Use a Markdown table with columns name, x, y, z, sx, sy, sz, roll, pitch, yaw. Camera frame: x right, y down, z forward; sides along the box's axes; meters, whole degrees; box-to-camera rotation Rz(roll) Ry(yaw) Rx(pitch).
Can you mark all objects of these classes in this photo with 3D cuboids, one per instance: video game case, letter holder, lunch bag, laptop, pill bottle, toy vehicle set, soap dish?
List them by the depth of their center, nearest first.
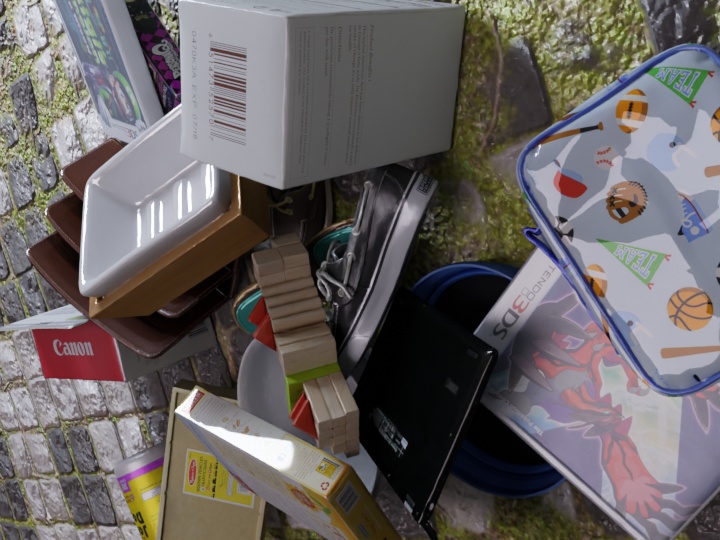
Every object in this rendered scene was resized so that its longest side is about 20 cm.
| name | x | y | z | sx | sy | sz | roll | pitch | yaw |
| --- | --- | --- | --- | --- | --- | --- | --- | --- | --- |
| lunch bag | 0.196 | -0.030 | 0.525 | 0.160 | 0.075 | 0.201 | -34 | 75 | 20 |
| video game case | 0.185 | 0.068 | 0.590 | 0.200 | 0.023 | 0.183 | 41 | 112 | 19 |
| laptop | 0.070 | 0.142 | 0.657 | 0.201 | 0.115 | 0.187 | -68 | 21 | 5 |
| soap dish | -0.169 | -0.058 | 0.763 | 0.199 | 0.081 | 0.158 | -31 | 50 | 28 |
| video game case | -0.260 | -0.223 | 0.845 | 0.182 | 0.023 | 0.201 | 25 | 136 | 53 |
| video game case | -0.230 | -0.197 | 0.883 | 0.182 | 0.036 | 0.200 | 56 | 155 | 15 |
| letter holder | -0.247 | -0.023 | 0.888 | 0.200 | 0.142 | 0.101 | 36 | 141 | 14 |
| toy vehicle set | -0.161 | 0.231 | 0.949 | 0.123 | 0.027 | 0.201 | 11 | 104 | 6 |
| pill bottle | -0.224 | 0.314 | 1.045 | 0.104 | 0.104 | 0.201 | -31 | 82 | 44 |

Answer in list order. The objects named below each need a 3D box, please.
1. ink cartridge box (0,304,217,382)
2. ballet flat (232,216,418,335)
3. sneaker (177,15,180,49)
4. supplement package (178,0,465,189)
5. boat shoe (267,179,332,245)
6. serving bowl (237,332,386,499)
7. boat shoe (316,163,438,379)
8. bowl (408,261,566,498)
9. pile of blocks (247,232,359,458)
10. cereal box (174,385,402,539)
| name | x | y | z | sx | sy | sz | roll | pitch | yaw |
| --- | --- | --- | --- | --- | --- | --- | --- | --- | --- |
| ink cartridge box | -0.305 | 0.079 | 0.993 | 0.199 | 0.175 | 0.084 | -6 | 101 | 45 |
| ballet flat | -0.034 | -0.005 | 0.781 | 0.199 | 0.063 | 0.069 | -26 | 104 | 19 |
| sneaker | -0.113 | -0.223 | 0.783 | 0.199 | 0.073 | 0.082 | 12 | 113 | 40 |
| supplement package | -0.026 | -0.146 | 0.637 | 0.117 | 0.199 | 0.118 | 21 | 117 | 37 |
| boat shoe | -0.062 | -0.089 | 0.789 | 0.072 | 0.059 | 0.201 | 32 | 123 | 32 |
| serving bowl | -0.036 | 0.145 | 0.838 | 0.199 | 0.066 | 0.201 | 16 | 114 | 39 |
| boat shoe | -0.001 | 0.001 | 0.702 | 0.068 | 0.074 | 0.200 | 24 | 122 | 6 |
| bowl | 0.111 | 0.088 | 0.699 | 0.200 | 0.039 | 0.202 | 16 | 114 | 39 |
| pile of blocks | -0.058 | 0.065 | 0.707 | 0.082 | 0.062 | 0.201 | 106 | 149 | -62 |
| cereal box | -0.067 | 0.188 | 0.761 | 0.199 | 0.040 | 0.144 | 19 | 150 | 38 |
